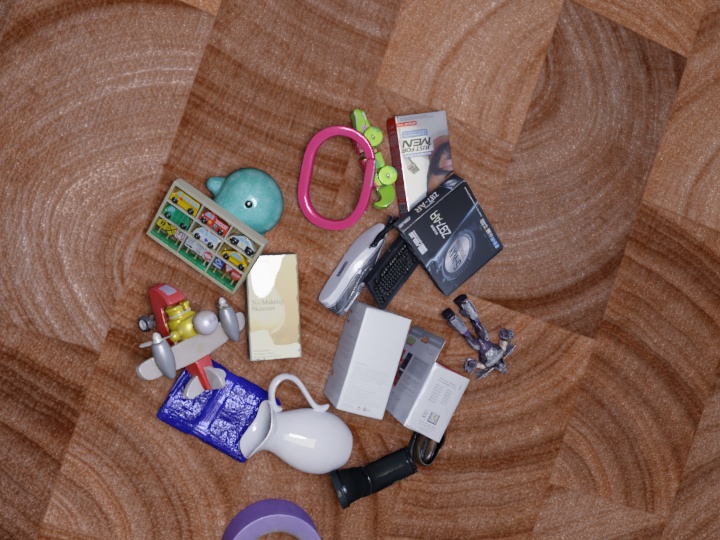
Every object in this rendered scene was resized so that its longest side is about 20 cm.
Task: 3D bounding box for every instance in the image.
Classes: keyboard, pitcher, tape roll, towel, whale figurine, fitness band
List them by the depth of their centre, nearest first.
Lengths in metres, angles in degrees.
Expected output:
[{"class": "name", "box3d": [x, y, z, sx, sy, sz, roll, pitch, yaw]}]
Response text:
[{"class": "whale figurine", "box3d": [-0.237, -0.105, 1.330, 0.199, 0.104, 0.160, -34, 102, -2]}, {"class": "pitcher", "box3d": [-0.108, 0.296, 1.366, 0.199, 0.121, 0.172, 22, 92, -29]}, {"class": "towel", "box3d": [-0.270, 0.267, 1.374, 0.199, 0.050, 0.148, 32, 86, -14]}, {"class": "fitness band", "box3d": [-0.045, -0.178, 1.378, 0.143, 0.037, 0.201, 14, 104, 7]}, {"class": "keyboard", "box3d": [0.065, -0.030, 1.397, 0.200, 0.021, 0.127, -51, 120, -39]}, {"class": "tape roll", "box3d": [-0.173, 0.561, 1.399, 0.199, 0.085, 0.201, -1, 93, -15]}]

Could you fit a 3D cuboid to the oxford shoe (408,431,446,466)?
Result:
[{"class": "oxford shoe", "box3d": [0.157, 0.307, 1.468, 0.072, 0.084, 0.201, 12, 89, -13]}]

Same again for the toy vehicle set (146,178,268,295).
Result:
[{"class": "toy vehicle set", "box3d": [-0.281, -0.060, 1.303, 0.199, 0.027, 0.125, 35, 114, 0]}]

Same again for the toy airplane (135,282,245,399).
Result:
[{"class": "toy airplane", "box3d": [-0.299, 0.128, 1.287, 0.198, 0.141, 0.201, 26, 45, -31]}]

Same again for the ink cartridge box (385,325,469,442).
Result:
[{"class": "ink cartridge box", "box3d": [0.125, 0.213, 1.392, 0.084, 0.200, 0.176, 28, 88, -15]}]

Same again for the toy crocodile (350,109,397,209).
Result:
[{"class": "toy crocodile", "box3d": [0.022, -0.220, 1.408, 0.061, 0.067, 0.201, -23, 99, -11]}]

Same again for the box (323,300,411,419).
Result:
[{"class": "box", "box3d": [0.011, 0.172, 1.401, 0.097, 0.124, 0.201, 17, 90, -15]}]

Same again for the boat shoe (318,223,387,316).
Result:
[{"class": "boat shoe", "box3d": [0.000, 0.000, 1.415, 0.068, 0.072, 0.201, 40, 77, -26]}]

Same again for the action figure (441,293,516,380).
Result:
[{"class": "action figure", "box3d": [0.251, 0.148, 1.491, 0.130, 0.069, 0.200, -43, 105, -13]}]

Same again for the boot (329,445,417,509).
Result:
[{"class": "boot", "box3d": [0.030, 0.399, 1.389, 0.162, 0.198, 0.074, -22, 73, -2]}]

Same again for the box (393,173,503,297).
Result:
[{"class": "box", "box3d": [0.179, -0.068, 1.425, 0.160, 0.044, 0.200, -39, 125, -4]}]

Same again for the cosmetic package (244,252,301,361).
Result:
[{"class": "cosmetic package", "box3d": [-0.170, 0.067, 1.375, 0.104, 0.071, 0.201, -4, 95, -13]}]

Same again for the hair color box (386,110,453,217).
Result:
[{"class": "hair color box", "box3d": [0.125, -0.213, 1.437, 0.110, 0.064, 0.201, -11, 97, -14]}]
